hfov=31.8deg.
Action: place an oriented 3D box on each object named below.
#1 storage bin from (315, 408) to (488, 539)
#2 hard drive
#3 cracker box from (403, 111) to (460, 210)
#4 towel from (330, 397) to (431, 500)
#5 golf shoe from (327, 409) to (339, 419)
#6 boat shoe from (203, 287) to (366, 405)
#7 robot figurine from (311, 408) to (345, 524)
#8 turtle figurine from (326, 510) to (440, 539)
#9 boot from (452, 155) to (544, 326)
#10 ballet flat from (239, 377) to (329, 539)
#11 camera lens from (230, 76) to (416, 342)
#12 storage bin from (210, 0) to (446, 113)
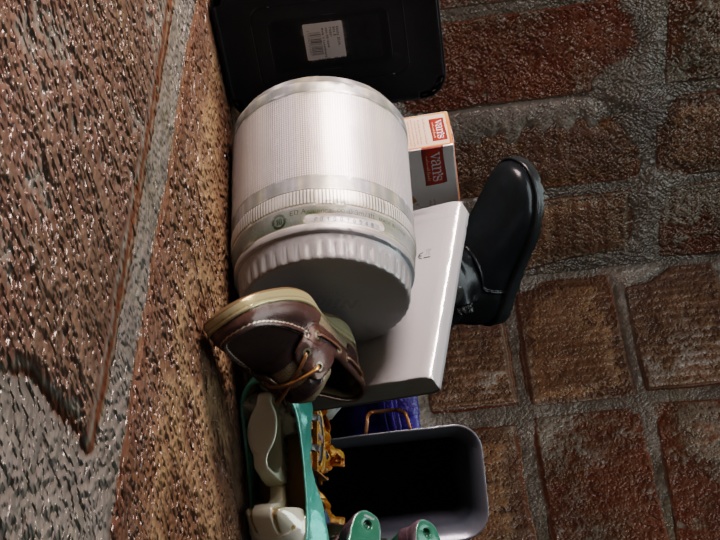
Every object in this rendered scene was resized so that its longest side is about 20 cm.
[{"bbox_3d":[0.028,0.226,1.415,0.134,0.199,0.147,176,-92,-84],"label":"storage bin"},{"bbox_3d":[0.024,0.030,1.144,0.027,0.131,0.201,53,37,-39],"label":"hard drive"},{"bbox_3d":[0.006,-0.092,1.371,0.134,0.199,0.058,78,3,-48],"label":"cracker box"},{"bbox_3d":[0.011,0.192,1.556,0.049,0.147,0.201,7,68,-46],"label":"towel"},{"bbox_3d":[-0.007,0.076,1.394,0.200,0.078,0.097,-51,152,-23],"label":"golf shoe"},{"bbox_3d":[-0.049,0.069,0.995,0.072,0.072,0.200,63,13,24],"label":"boat shoe"},{"bbox_3d":[-0.052,0.179,1.186,0.200,0.058,0.146,76,11,-63],"label":"robot figurine"},{"bbox_3d":[-0.022,0.273,1.128,0.200,0.149,0.101,-43,-119,44],"label":"turtle figurine"},{"bbox_3d":[0.104,-0.020,1.341,0.076,0.167,0.201,32,-61,41],"label":"boot"},{"bbox_3d":[-0.070,0.177,1.035,0.070,0.067,0.201,19,62,-62],"label":"ballet flat"},{"bbox_3d":[-0.033,-0.055,1.103,0.160,0.159,0.201,77,8,-57],"label":"camera lens"},{"bbox_3d":[-0.026,-0.228,1.153,0.094,0.199,0.136,-91,173,-54],"label":"storage bin"}]
